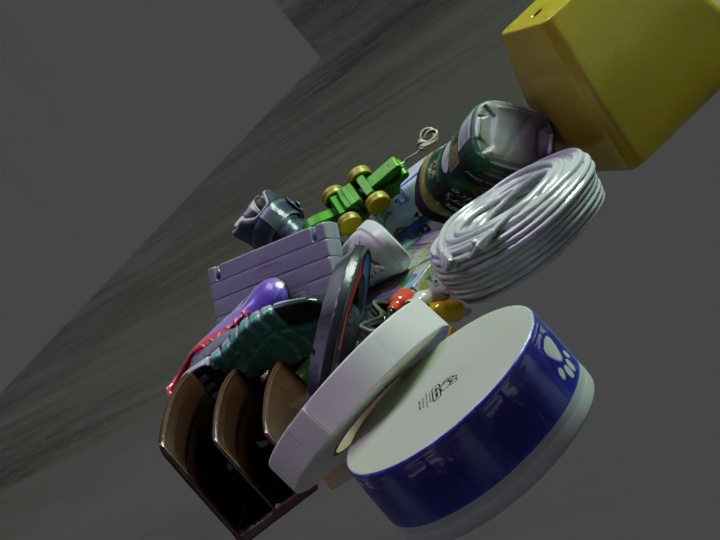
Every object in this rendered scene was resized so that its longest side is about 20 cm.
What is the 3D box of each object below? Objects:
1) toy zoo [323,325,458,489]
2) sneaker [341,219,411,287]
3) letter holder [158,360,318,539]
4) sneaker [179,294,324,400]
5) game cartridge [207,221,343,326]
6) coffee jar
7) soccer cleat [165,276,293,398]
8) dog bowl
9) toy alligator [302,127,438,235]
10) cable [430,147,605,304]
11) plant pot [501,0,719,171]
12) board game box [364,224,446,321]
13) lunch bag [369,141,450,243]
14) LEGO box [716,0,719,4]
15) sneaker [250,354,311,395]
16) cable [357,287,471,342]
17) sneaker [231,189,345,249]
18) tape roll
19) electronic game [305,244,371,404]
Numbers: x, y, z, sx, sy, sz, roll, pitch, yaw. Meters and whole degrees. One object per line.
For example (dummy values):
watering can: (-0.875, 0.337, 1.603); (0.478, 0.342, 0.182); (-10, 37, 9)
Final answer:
toy zoo: (0.035, 0.124, 1.548); (0.131, 0.020, 0.200); (-34, 14, 27)
sneaker: (0.000, 0.000, 1.820); (0.085, 0.073, 0.200); (-47, 2, -14)
letter holder: (-0.118, 0.158, 1.611); (0.100, 0.142, 0.200); (-38, 13, 13)
sneaker: (-0.115, 0.072, 1.731); (0.199, 0.075, 0.088); (-30, 24, 14)
game cartridge: (-0.093, 0.033, 1.835); (0.199, 0.130, 0.038); (-20, -10, 39)
coffee jar: (0.137, -0.116, 1.801); (0.200, 0.104, 0.086); (137, 142, -64)
soccer cleat: (-0.149, 0.086, 1.812); (0.073, 0.068, 0.200); (-2, -41, -51)
dog bowl: (0.087, 0.122, 1.270); (0.200, 0.079, 0.200); (-39, 13, 11)
toy alligator: (0.021, -0.096, 1.891); (0.200, 0.054, 0.059); (-36, 55, 5)
cable: (0.162, -0.047, 1.621); (0.200, 0.069, 0.200); (-36, 10, -3)
plant pot: (0.273, -0.239, 1.716); (0.200, 0.177, 0.200); (-44, 13, -9)
board game box: (0.050, 0.011, 1.857); (0.135, 0.034, 0.200); (-49, 15, -33)
lunch bag: (0.089, -0.103, 1.993); (0.160, 0.076, 0.200); (-35, 5, 8)
LEGO box: (0.348, -0.359, 1.839); (0.077, 0.200, 0.149); (-43, 13, -6)
sneaker: (-0.099, 0.128, 1.758); (0.200, 0.084, 0.077); (-39, -30, 5)
cable: (0.034, 0.040, 1.565); (0.200, 0.097, 0.051); (-1, -76, -66)
sneaker: (-0.083, -0.028, 1.998); (0.077, 0.146, 0.202); (-56, -15, -14)
tape roll: (0.000, 0.111, 1.388); (0.203, 0.037, 0.203); (-46, -10, -11)
electronic game: (-0.018, 0.072, 1.607); (0.200, 0.041, 0.201); (12, -90, -84)
